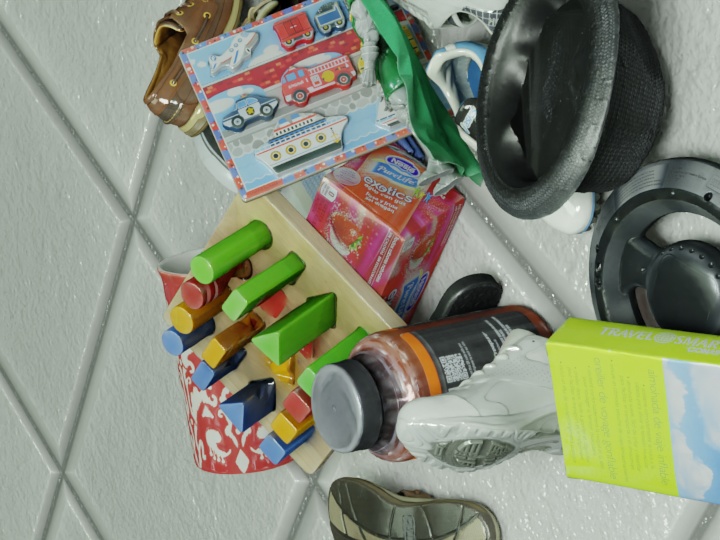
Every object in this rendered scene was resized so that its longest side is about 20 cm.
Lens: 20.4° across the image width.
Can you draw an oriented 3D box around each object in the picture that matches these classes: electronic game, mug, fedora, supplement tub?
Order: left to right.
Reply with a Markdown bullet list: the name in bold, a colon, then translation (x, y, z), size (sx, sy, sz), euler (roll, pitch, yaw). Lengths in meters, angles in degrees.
- **mug**: translation (-0.108, 0.088, 1.916), size (0.177, 0.133, 0.202), euler (13, 112, 55)
- **supplement tub**: translation (0.059, 0.093, 1.610), size (0.107, 0.199, 0.108), euler (18, 113, 53)
- **fedora**: translation (0.164, -0.131, 1.479), size (0.200, 0.091, 0.202), euler (-33, 51, 53)
- **electronic game**: translation (0.245, 0.017, 1.462), size (0.199, 0.041, 0.202), euler (21, 119, 43)

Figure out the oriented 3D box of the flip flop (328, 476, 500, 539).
- **flip flop**: translation (0.049, 0.227, 1.794), size (0.199, 0.057, 0.082), euler (0, 94, 40)

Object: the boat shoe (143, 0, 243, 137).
- **boat shoe**: translation (-0.159, -0.225, 1.898), size (0.072, 0.067, 0.202), euler (-34, 40, 52)

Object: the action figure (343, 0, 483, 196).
- **action figure**: translation (0.030, -0.160, 1.643), size (0.054, 0.118, 0.201), euler (-28, 72, 11)

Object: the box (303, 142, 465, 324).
- **box**: translation (0.000, 0.000, 1.741), size (0.095, 0.100, 0.201), euler (37, 130, 17)

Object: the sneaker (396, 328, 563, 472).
- **sneaker**: translation (0.112, 0.096, 1.549), size (0.078, 0.198, 0.100), euler (126, 135, -53)

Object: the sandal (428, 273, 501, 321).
- **sandal**: translation (0.061, 0.075, 1.721), size (0.045, 0.075, 0.201), euler (49, 128, 37)

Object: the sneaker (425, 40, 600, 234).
- **sneaker**: translation (0.118, -0.102, 1.589), size (0.201, 0.072, 0.072), euler (56, 137, 29)

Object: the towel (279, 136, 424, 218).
- **towel**: translation (-0.014, -0.084, 1.827), size (0.147, 0.024, 0.201), euler (56, 139, 30)

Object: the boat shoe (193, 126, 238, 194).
- **boat shoe**: translation (-0.127, -0.147, 1.925), size (0.201, 0.068, 0.057), euler (60, 136, 40)

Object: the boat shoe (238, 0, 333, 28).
- **boat shoe**: translation (-0.067, -0.227, 1.828), size (0.199, 0.066, 0.075), euler (-15, 87, 57)

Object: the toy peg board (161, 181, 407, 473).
- **toy peg board**: translation (-0.088, 0.065, 1.710), size (0.200, 0.098, 0.200), euler (46, 133, 11)

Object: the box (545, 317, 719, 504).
- **box**: translation (0.234, 0.104, 1.431), size (0.199, 0.048, 0.123), euler (7, 122, 34)

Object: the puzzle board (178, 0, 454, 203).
- **puzzle board**: translation (-0.036, -0.160, 1.701), size (0.017, 0.199, 0.152), euler (86, 161, -68)

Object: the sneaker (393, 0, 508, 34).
- **sneaker**: translation (0.054, -0.238, 1.651), size (0.199, 0.076, 0.081), euler (18, 122, 54)
